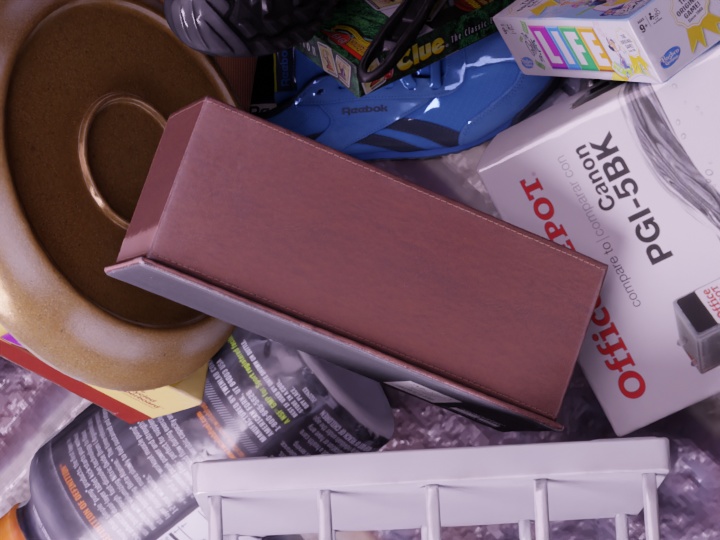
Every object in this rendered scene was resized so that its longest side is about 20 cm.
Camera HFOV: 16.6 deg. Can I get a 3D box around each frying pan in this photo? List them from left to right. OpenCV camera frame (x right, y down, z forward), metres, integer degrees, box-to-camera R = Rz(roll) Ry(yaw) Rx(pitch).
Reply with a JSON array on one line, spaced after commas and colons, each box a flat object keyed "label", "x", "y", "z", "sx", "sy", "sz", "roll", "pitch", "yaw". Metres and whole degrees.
[{"label": "frying pan", "x": 0.035, "y": -0.164, "z": 1.236, "sx": 0.190, "sy": 0.031, "sz": 0.115, "roll": -32, "pitch": 45, "yaw": -29}]

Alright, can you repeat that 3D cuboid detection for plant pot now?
[{"label": "plant pot", "x": -0.109, "y": -0.046, "z": 1.116, "sx": 0.027, "sy": 0.200, "sz": 0.201, "roll": -16, "pitch": 66, "yaw": 40}]

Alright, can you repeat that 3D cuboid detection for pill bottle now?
[{"label": "pill bottle", "x": -0.090, "y": 0.098, "z": 1.221, "sx": 0.200, "sy": 0.106, "sz": 0.106, "roll": -38, "pitch": 62, "yaw": 10}]

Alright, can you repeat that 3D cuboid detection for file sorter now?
[{"label": "file sorter", "x": 0.033, "y": 0.150, "z": 1.087, "sx": 0.199, "sy": 0.139, "sz": 0.125, "roll": -3, "pitch": 77, "yaw": 0}]

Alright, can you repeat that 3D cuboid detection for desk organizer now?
[{"label": "desk organizer", "x": 0.000, "y": 0.000, "z": 1.074, "sx": 0.200, "sy": 0.072, "sz": 0.077, "roll": 22, "pitch": 80, "yaw": -15}]

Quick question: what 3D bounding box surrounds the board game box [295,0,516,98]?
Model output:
[{"label": "board game box", "x": -0.018, "y": -0.161, "z": 1.272, "sx": 0.105, "sy": 0.024, "sz": 0.200, "roll": -30, "pitch": 47, "yaw": -23}]

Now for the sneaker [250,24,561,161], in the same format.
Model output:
[{"label": "sneaker", "x": 0.004, "y": -0.096, "z": 1.258, "sx": 0.200, "sy": 0.078, "sz": 0.066, "roll": -11, "pitch": 68, "yaw": 21}]

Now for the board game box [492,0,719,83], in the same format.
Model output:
[{"label": "board game box", "x": 0.172, "y": -0.156, "z": 1.137, "sx": 0.200, "sy": 0.034, "sz": 0.134, "roll": -37, "pitch": 18, "yaw": -16}]

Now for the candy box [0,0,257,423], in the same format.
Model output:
[{"label": "candy box", "x": -0.117, "y": -0.043, "z": 1.169, "sx": 0.056, "sy": 0.117, "sz": 0.201, "roll": -16, "pitch": 55, "yaw": 41}]

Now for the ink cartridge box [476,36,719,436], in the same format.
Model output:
[{"label": "ink cartridge box", "x": 0.173, "y": -0.034, "z": 1.118, "sx": 0.200, "sy": 0.083, "sz": 0.147, "roll": -27, "pitch": 97, "yaw": 16}]

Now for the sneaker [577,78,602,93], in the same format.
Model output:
[{"label": "sneaker", "x": 0.198, "y": -0.092, "z": 1.167, "sx": 0.200, "sy": 0.077, "sz": 0.082, "roll": -21, "pitch": 72, "yaw": 19}]

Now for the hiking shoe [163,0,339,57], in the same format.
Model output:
[{"label": "hiking shoe", "x": -0.057, "y": -0.162, "z": 1.203, "sx": 0.100, "sy": 0.076, "sz": 0.200, "roll": -2, "pitch": 33, "yaw": 29}]
